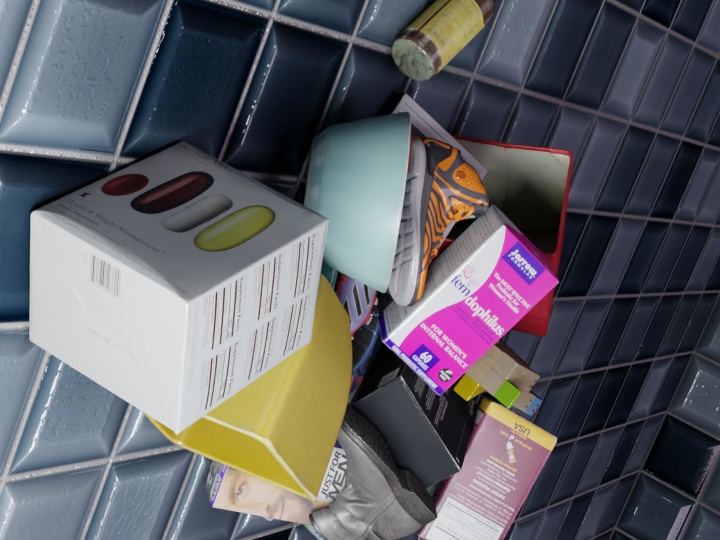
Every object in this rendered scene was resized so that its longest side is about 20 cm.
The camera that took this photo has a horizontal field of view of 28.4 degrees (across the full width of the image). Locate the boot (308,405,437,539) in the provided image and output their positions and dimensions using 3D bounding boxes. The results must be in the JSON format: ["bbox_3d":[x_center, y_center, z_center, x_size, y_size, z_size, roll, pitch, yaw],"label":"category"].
[{"bbox_3d":[-0.012,0.261,1.682,0.131,0.200,0.070,-35,-164,12],"label":"boot"}]

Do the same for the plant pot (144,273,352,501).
[{"bbox_3d":[-0.111,0.095,1.515,0.201,0.193,0.196,-63,155,-20],"label":"plant pot"}]

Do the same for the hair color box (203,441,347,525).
[{"bbox_3d":[-0.078,0.244,1.723,0.198,0.065,0.110,15,105,-22],"label":"hair color box"}]

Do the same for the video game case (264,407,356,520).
[{"bbox_3d":[-0.077,0.205,1.860,0.200,0.023,0.183,-49,150,-29],"label":"video game case"}]

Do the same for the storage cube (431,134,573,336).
[{"bbox_3d":[0.178,-0.043,1.862,0.180,0.169,0.201,86,15,-53],"label":"storage cube"}]

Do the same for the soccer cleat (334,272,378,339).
[{"bbox_3d":[0.000,0.000,1.727,0.201,0.067,0.076,-53,126,-12],"label":"soccer cleat"}]

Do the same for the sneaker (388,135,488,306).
[{"bbox_3d":[0.095,-0.053,1.669,0.111,0.077,0.202,9,84,-26],"label":"sneaker"}]

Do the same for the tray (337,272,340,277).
[{"bbox_3d":[-0.002,-0.043,1.764,0.107,0.022,0.201,-32,140,-49],"label":"tray"}]

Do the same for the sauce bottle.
[{"bbox_3d":[0.117,-0.302,1.690,0.200,0.064,0.065,-45,149,-30],"label":"sauce bottle"}]

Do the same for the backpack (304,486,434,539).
[{"bbox_3d":[0.013,0.294,1.935,0.183,0.147,0.201,-39,165,-47],"label":"backpack"}]

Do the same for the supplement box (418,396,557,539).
[{"bbox_3d":[0.162,0.277,1.859,0.201,0.103,0.131,-61,179,-1],"label":"supplement box"}]

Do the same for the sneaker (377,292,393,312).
[{"bbox_3d":[0.068,0.015,1.891,0.083,0.071,0.201,-46,150,-36],"label":"sneaker"}]

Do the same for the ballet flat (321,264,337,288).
[{"bbox_3d":[-0.071,0.044,1.686,0.070,0.067,0.202,-63,171,-69],"label":"ballet flat"}]

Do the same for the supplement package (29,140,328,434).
[{"bbox_3d":[-0.167,0.008,1.311,0.200,0.190,0.148,-33,142,-46],"label":"supplement package"}]

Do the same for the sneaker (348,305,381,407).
[{"bbox_3d":[-0.027,0.128,1.792,0.201,0.075,0.078,-64,158,9],"label":"sneaker"}]

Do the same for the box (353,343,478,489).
[{"bbox_3d":[0.074,0.170,1.798,0.079,0.142,0.200,-32,-171,19],"label":"box"}]

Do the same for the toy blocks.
[{"bbox_3d":[0.159,0.111,1.814,0.100,0.200,0.137,-53,147,5],"label":"toy blocks"}]

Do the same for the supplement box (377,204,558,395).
[{"bbox_3d":[0.126,0.034,1.694,0.200,0.101,0.103,-45,-167,9],"label":"supplement box"}]

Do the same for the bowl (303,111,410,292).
[{"bbox_3d":[-0.010,-0.082,1.567,0.201,0.104,0.203,-172,-90,-86],"label":"bowl"}]

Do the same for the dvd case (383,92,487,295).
[{"bbox_3d":[0.049,-0.088,1.703,0.150,0.025,0.201,40,71,-21],"label":"dvd case"}]
